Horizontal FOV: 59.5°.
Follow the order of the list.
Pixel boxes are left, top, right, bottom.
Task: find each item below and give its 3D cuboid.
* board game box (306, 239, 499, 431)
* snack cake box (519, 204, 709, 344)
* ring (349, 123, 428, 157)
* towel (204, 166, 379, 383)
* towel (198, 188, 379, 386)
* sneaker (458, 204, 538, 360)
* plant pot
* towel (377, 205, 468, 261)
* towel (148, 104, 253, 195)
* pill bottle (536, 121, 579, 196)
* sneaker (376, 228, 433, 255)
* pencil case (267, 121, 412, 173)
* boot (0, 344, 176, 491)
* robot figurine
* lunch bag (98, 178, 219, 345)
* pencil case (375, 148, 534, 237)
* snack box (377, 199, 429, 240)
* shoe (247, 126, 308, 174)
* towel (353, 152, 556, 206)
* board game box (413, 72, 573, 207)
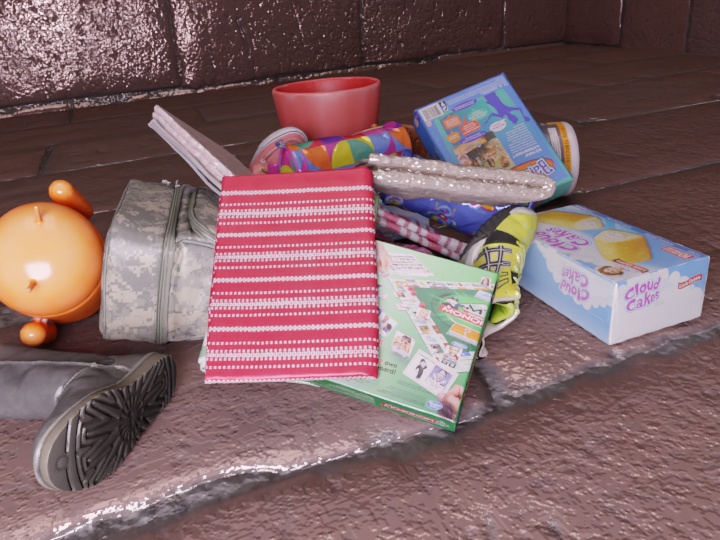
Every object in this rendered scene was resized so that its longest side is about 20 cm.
[{"bbox_3d":[0.005,0.039,0.537,0.197,0.029,0.136,16,64,16],"label":"board game box"},{"bbox_3d":[0.248,-0.006,0.677,0.113,0.068,0.200,-12,24,-17],"label":"snack cake box"},{"bbox_3d":[0.018,-0.185,1.029,0.198,0.019,0.201,-14,-16,-4],"label":"ring"},{"bbox_3d":[-0.056,-0.002,0.539,0.142,0.023,0.203,-3,63,4],"label":"towel"},{"bbox_3d":[-0.063,0.004,0.594,0.147,0.031,0.203,6,66,4],"label":"towel"},{"bbox_3d":[0.132,0.015,0.627,0.076,0.076,0.200,23,59,31],"label":"sneaker"},{"bbox_3d":[-0.053,-0.246,1.140,0.197,0.180,0.201,-5,24,2],"label":"plant pot"},{"bbox_3d":[0.050,-0.057,0.737,0.198,0.030,0.146,23,7,-16],"label":"towel"},{"bbox_3d":[-0.145,-0.103,0.769,0.200,0.032,0.191,43,6,19],"label":"towel"},{"bbox_3d":[0.229,-0.167,0.985,0.197,0.118,0.117,-4,23,1],"label":"pill bottle"},{"bbox_3d":[0.000,0.000,0.720,0.095,0.080,0.199,-32,33,-27],"label":"sneaker"},{"bbox_3d":[-0.024,-0.152,0.877,0.198,0.090,0.088,-16,26,-26],"label":"pencil case"},{"bbox_3d":[-0.276,0.108,0.518,0.197,0.074,0.182,7,11,9],"label":"boot"},{"bbox_3d":[-0.325,-0.007,0.668,0.144,0.117,0.200,-45,5,-17],"label":"robot figurine"},{"bbox_3d":[-0.189,-0.013,0.707,0.165,0.141,0.200,8,21,-15],"label":"lunch bag"},{"bbox_3d":[0.123,-0.090,0.800,0.198,0.079,0.087,22,-10,8],"label":"pencil case"},{"bbox_3d":[-0.010,-0.099,0.937,0.166,0.069,0.200,-11,23,-14],"label":"snack box"},{"bbox_3d":[-0.142,-0.117,0.915,0.200,0.071,0.091,-46,32,5],"label":"shoe"},{"bbox_3d":[0.090,-0.091,0.662,0.197,0.035,0.133,5,4,-6],"label":"towel"},{"bbox_3d":[0.185,-0.170,0.902,0.150,0.045,0.202,-23,68,-6],"label":"board game box"}]
